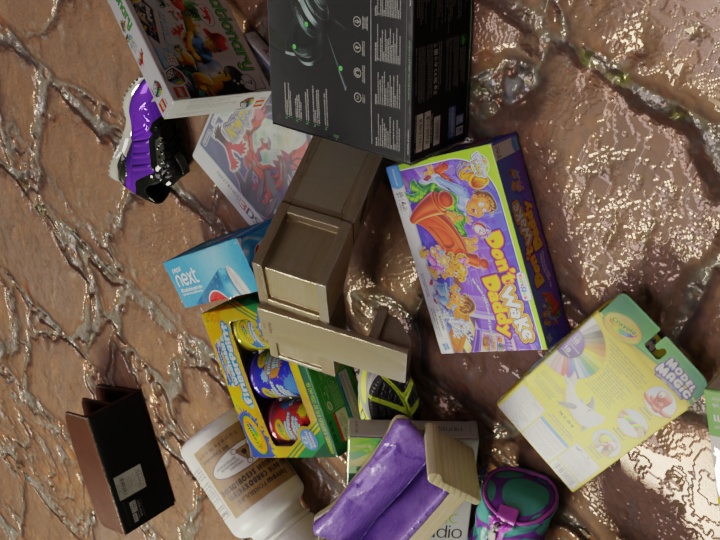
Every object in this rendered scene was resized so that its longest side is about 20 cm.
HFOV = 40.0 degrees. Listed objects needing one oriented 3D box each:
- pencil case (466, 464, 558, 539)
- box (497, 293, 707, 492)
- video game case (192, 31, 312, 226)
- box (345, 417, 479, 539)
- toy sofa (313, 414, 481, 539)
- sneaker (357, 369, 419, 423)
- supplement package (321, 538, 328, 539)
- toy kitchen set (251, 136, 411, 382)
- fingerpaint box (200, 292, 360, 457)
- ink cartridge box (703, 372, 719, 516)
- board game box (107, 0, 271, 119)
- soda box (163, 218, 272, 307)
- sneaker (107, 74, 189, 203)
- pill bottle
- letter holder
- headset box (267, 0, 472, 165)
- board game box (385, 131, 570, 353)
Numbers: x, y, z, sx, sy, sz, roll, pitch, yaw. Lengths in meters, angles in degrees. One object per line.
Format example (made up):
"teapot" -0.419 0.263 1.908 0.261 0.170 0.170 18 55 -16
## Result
"pencil case" 0.146 0.303 1.060 0.085 0.092 0.202 32 129 29
"box" 0.226 0.110 0.922 0.118 0.048 0.200 49 137 11
"video game case" -0.108 -0.138 1.142 0.183 0.023 0.201 49 135 15
"box" 0.053 0.256 1.107 0.142 0.036 0.202 1 117 -2
"toy sofa" 0.031 0.256 1.039 0.097 0.083 0.201 29 116 -15
"sneaker" 0.038 0.184 1.138 0.077 0.074 0.202 -126 28 -59
"supplement package" -0.038 0.451 1.295 0.113 0.109 0.201 38 131 24
"toy kitchen set" 0.000 0.000 1.051 0.161 0.182 0.201 17 151 10
"fingerpaint box" -0.093 0.125 1.217 0.166 0.073 0.202 -10 102 45
"ink cartridge box" 0.338 0.167 0.792 0.067 0.117 0.202 2 110 43
"board game box" -0.192 -0.259 1.066 0.035 0.125 0.202 -44 68 46
"soda box" -0.162 -0.006 1.208 0.199 0.064 0.068 -13 105 54
"sneaker" -0.249 -0.163 1.241 0.099 0.069 0.201 41 137 12
"pill bottle" -0.140 0.289 1.312 0.201 0.114 0.114 54 136 10
"letter holder" -0.400 0.297 1.578 0.141 0.100 0.202 1 110 45
"headset box" 0.000 -0.216 0.950 0.199 0.092 0.176 20 123 37
"board game box" 0.114 -0.022 0.969 0.134 0.045 0.202 -8 104 45
